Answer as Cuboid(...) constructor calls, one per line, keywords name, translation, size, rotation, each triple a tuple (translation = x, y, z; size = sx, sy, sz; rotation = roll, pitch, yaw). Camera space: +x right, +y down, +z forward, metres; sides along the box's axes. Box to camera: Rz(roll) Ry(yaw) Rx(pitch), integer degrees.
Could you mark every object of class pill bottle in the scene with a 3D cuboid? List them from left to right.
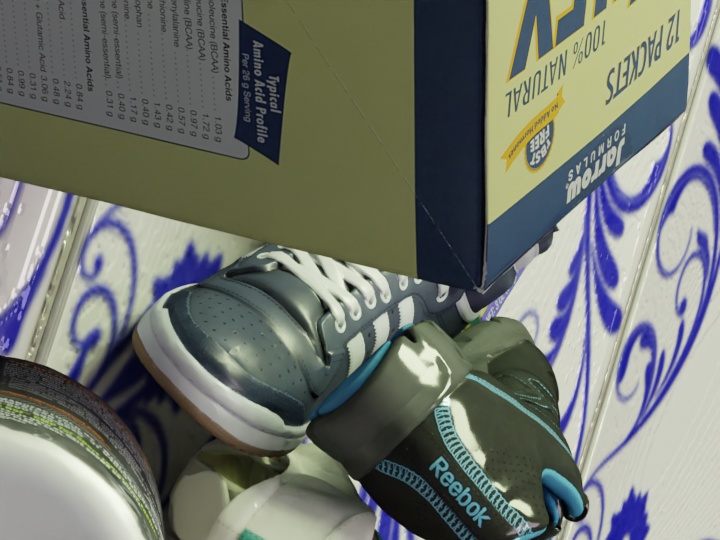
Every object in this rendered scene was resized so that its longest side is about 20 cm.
Cuboid(name="pill bottle", translation=(-0.105, 0.079, 0.793), size=(0.200, 0.106, 0.106), rotation=(-133, -124, -84))

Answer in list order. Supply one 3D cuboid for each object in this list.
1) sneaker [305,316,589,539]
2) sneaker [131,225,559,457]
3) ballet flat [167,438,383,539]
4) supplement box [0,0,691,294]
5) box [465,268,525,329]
Cuboid(name="sneaker", translation=(0.039, 0.067, 1.010), size=(0.073, 0.082, 0.200), rotation=(-44, 171, 12))
Cuboid(name="sneaker", translation=(0.000, 0.000, 1.018), size=(0.109, 0.070, 0.200), rotation=(-47, 167, 18))
Cuboid(name="ballet flat", translation=(-0.036, 0.086, 1.017), size=(0.200, 0.069, 0.070), rotation=(-167, -89, -83))
Cuboid(name="supplement box", translation=(-0.021, -0.126, 0.814), size=(0.134, 0.199, 0.200), rotation=(-40, 137, -50))
Cuboid(name="box", translation=(0.039, -0.085, 1.126), size=(0.117, 0.048, 0.200), rotation=(-57, 146, -33))
